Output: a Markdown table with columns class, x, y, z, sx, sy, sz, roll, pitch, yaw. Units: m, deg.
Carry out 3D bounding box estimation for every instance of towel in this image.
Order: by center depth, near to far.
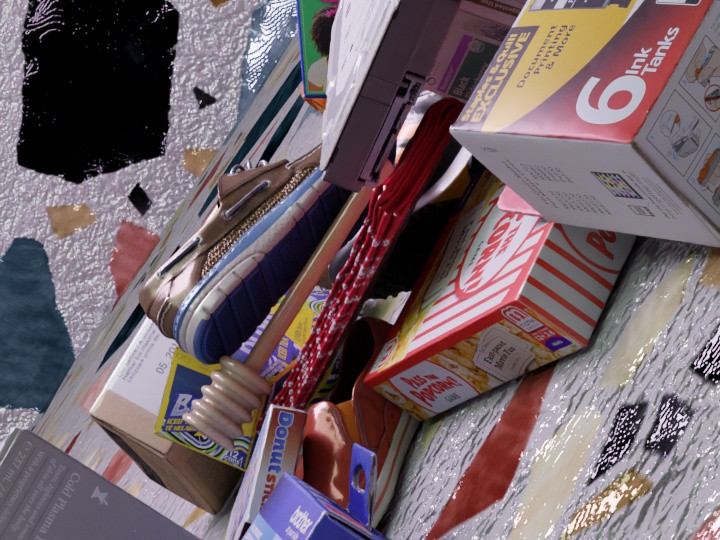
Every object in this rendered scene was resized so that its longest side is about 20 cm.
| class | x | y | z | sx | sy | sz | roll | pitch | yaw |
| --- | --- | --- | --- | --- | --- | --- | --- | --- | --- |
| towel | 0.000 | 0.000 | 1.170 | 0.201 | 0.022 | 0.145 | -63 | -3 | 35 |

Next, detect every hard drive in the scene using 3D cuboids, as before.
| class | x | y | z | sx | sy | sz | roll | pitch | yaw |
| --- | --- | --- | --- | --- | --- | --- | --- | --- | --- |
| hard drive | 0.018 | -0.155 | 1.146 | 0.201 | 0.038 | 0.140 | -87 | 18 | -53 |

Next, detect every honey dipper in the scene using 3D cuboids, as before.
| class | x | y | z | sx | sy | sz | roll | pitch | yaw |
| --- | --- | --- | --- | --- | --- | --- | --- | --- | --- |
| honey dipper | -0.038 | 0.015 | 1.173 | 0.201 | 0.038 | 0.038 | -58 | 11 | -7 |

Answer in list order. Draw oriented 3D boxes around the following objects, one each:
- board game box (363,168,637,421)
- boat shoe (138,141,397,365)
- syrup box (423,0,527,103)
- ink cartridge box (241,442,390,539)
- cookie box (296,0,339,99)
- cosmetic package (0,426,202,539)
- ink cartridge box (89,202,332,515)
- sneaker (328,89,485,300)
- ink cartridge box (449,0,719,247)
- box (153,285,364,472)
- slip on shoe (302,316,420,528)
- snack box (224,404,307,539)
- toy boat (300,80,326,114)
| class | x | y | z | sx | sy | sz | roll | pitch | yaw |
| --- | --- | --- | --- | --- | --- | --- | --- | --- | --- |
| board game box | 0.089 | -0.009 | 1.061 | 0.152 | 0.046 | 0.200 | -62 | 12 | -25 |
| boat shoe | -0.058 | -0.034 | 1.208 | 0.200 | 0.072 | 0.072 | -44 | -30 | -26 |
| syrup box | 0.082 | -0.205 | 1.221 | 0.079 | 0.081 | 0.201 | 117 | 166 | -54 |
| ink cartridge box | -0.036 | 0.184 | 0.975 | 0.201 | 0.076 | 0.136 | -56 | 10 | -5 |
| cookie box | 0.000 | -0.244 | 1.395 | 0.171 | 0.075 | 0.201 | -69 | -24 | -64 |
| cosmetic package | -0.143 | 0.188 | 1.104 | 0.107 | 0.199 | 0.090 | -63 | 11 | -23 |
| ink cartridge box | -0.102 | 0.063 | 1.452 | 0.201 | 0.075 | 0.165 | -58 | -20 | -15 |
| sneaker | 0.045 | -0.070 | 1.282 | 0.200 | 0.070 | 0.090 | -47 | 50 | 18 |
| ink cartridge box | 0.139 | -0.122 | 0.925 | 0.175 | 0.084 | 0.201 | 9 | 65 | 55 |
| box | -0.063 | 0.062 | 1.290 | 0.200 | 0.070 | 0.065 | -40 | -32 | -68 |
| slip on shoe | -0.011 | 0.106 | 1.123 | 0.074 | 0.061 | 0.201 | -43 | 17 | 48 |
| snack box | -0.063 | 0.148 | 1.162 | 0.200 | 0.024 | 0.072 | 112 | 171 | -64 |
| toy boat | 0.011 | -0.109 | 1.475 | 0.130 | 0.130 | 0.201 | -42 | 17 | 53 |
